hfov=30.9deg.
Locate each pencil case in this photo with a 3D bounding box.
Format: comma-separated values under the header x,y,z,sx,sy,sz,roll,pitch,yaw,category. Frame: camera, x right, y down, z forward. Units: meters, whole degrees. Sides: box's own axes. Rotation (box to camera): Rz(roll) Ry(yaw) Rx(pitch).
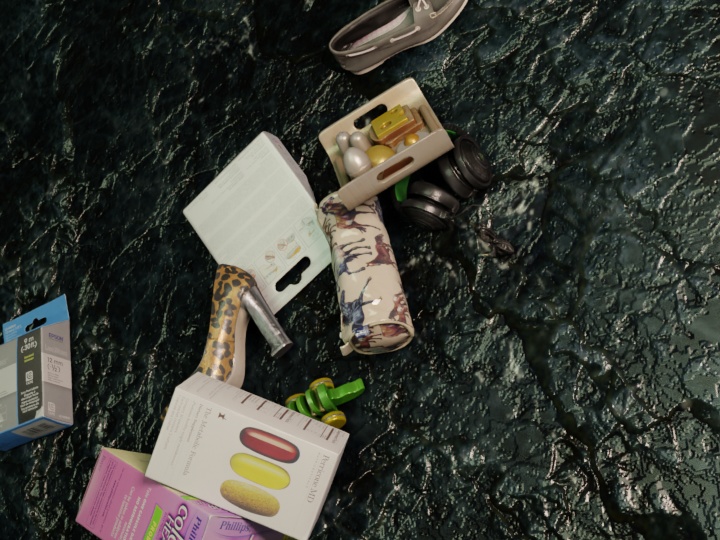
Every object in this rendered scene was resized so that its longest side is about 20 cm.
x,y,z,sx,sy,sz,roll,pitch,yaw,category
0.000,0.000,1.561,0.088,0.078,0.202,-11,63,-6,pencil case

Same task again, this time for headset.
x,y,z,sx,sy,sz,roll,pitch,yaw,category
0.111,-0.090,1.535,0.124,0.094,0.200,-48,38,11,headset

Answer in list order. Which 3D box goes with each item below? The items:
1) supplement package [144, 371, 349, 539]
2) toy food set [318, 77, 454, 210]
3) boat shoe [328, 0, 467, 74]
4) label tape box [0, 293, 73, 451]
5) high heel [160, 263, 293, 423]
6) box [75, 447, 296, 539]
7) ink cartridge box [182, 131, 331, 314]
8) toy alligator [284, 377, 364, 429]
x,y,z,sx,sy,sz,roll,pitch,yaw,category
-0.126,0.211,1.495,0.198,0.110,0.115,21,97,4,supplement package
0.023,-0.159,1.553,0.143,0.061,0.200,-31,27,7,toy food set
0.048,-0.316,1.653,0.199,0.057,0.067,-30,59,25,boat shoe
-0.487,0.142,1.877,0.142,0.066,0.202,-22,64,28,label tape box
-0.199,0.093,1.661,0.199,0.071,0.143,-36,73,3,high heel
-0.199,0.298,1.539,0.199,0.175,0.098,21,91,38,box
-0.122,-0.054,1.706,0.162,0.057,0.201,-42,75,16,ink cartridge box
-0.083,0.183,1.575,0.199,0.054,0.060,-34,57,22,toy alligator
